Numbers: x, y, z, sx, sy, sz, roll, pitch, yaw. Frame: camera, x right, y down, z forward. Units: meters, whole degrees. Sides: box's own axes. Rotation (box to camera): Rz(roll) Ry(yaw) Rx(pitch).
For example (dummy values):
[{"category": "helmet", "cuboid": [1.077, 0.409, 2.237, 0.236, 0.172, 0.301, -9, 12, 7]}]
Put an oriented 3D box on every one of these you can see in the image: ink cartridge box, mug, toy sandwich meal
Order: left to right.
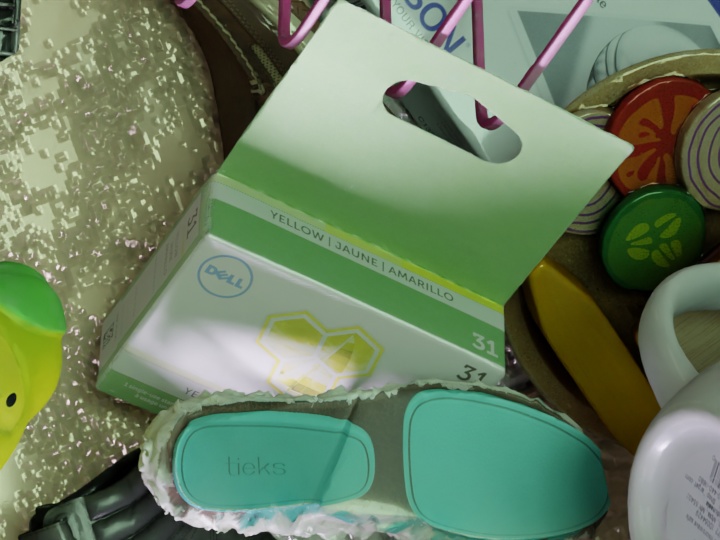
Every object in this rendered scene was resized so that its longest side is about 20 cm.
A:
[{"category": "ink cartridge box", "cuboid": [0.000, 0.000, 1.106, 0.145, 0.200, 0.048, 25, 40, -19]}, {"category": "ink cartridge box", "cuboid": [0.107, -0.120, 1.240, 0.200, 0.041, 0.200, -42, 102, -21]}, {"category": "toy sandwich meal", "cuboid": [0.156, 0.005, 1.175, 0.204, 0.070, 0.206, -2, 107, -7]}, {"category": "mug", "cuboid": [0.187, 0.071, 1.071, 0.175, 0.148, 0.200, -4, 45, -33]}]

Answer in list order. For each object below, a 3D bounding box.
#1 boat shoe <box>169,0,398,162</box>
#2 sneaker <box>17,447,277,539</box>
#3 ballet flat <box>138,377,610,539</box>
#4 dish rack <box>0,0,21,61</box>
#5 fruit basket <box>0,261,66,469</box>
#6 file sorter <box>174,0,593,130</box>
[{"category": "boat shoe", "cuboid": [-0.032, -0.063, 1.158, 0.075, 0.075, 0.202, -44, 97, -6]}, {"category": "sneaker", "cuboid": [-0.120, 0.155, 1.101, 0.099, 0.071, 0.200, 47, 63, -11]}, {"category": "ballet flat", "cuboid": [0.002, 0.076, 1.102, 0.199, 0.072, 0.072, 7, 82, -20]}, {"category": "dish rack", "cuboid": [-0.204, -0.176, 1.105, 0.153, 0.055, 0.201, 3, 85, -22]}, {"category": "fruit basket", "cuboid": [-0.201, 0.068, 1.027, 0.214, 0.156, 0.217, -1, 99, -5]}, {"category": "file sorter", "cuboid": [-0.003, -0.161, 1.077, 0.199, 0.139, 0.126, 21, 41, -18]}]
